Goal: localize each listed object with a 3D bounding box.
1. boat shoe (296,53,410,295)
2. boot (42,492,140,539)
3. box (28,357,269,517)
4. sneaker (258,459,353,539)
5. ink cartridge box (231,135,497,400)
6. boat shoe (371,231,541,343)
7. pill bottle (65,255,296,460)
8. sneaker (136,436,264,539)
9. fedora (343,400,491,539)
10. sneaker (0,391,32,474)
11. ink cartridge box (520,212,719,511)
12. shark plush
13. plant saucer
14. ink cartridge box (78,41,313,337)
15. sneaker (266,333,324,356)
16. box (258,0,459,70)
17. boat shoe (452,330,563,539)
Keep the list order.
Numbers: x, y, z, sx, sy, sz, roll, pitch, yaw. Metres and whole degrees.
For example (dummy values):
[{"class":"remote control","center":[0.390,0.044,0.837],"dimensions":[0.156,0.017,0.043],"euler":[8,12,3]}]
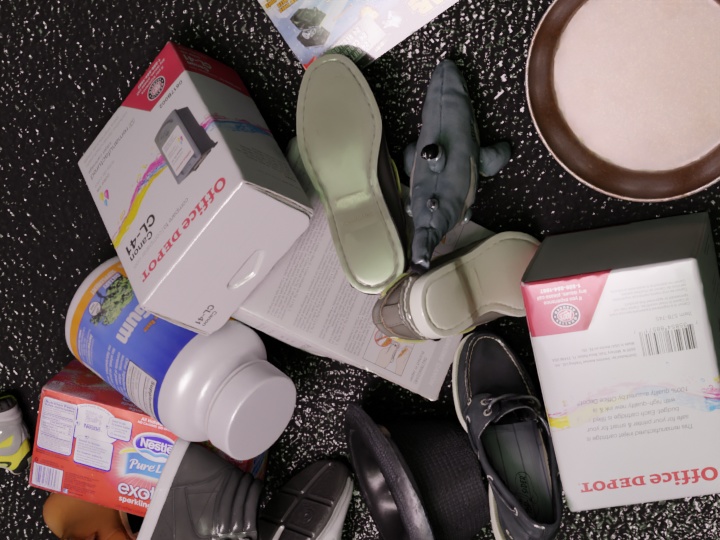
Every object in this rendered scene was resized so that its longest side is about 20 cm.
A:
[{"class":"boat shoe","center":[-0.005,-0.077,1.572],"dimensions":[0.071,0.061,0.202],"euler":[-13,84,9]},{"class":"boot","center":[-0.262,0.256,1.702],"dimensions":[0.199,0.154,0.074],"euler":[10,117,43]},{"class":"box","center":[-0.186,0.158,1.712],"dimensions":[0.199,0.095,0.100],"euler":[14,109,9]},{"class":"sneaker","center":[-0.046,0.276,1.704],"dimensions":[0.075,0.201,0.115],"euler":[11,156,45]},{"class":"ink cartridge box","center":[0.000,0.000,1.618],"dimensions":[0.199,0.050,0.162],"euler":[26,79,-12]},{"class":"boat shoe","center":[0.086,0.014,1.561],"dimensions":[0.060,0.201,0.072],"euler":[-12,94,38]},{"class":"pill bottle","center":[-0.151,0.076,1.633],"dimensions":[0.200,0.112,0.112],"euler":[32,113,32]},{"class":"sneaker","center":[-0.140,0.248,1.606],"dimensions":[0.099,0.071,0.201],"euler":[17,75,4]},{"class":"fedora","center":[0.058,0.185,1.632],"dimensions":[0.091,0.201,0.201],"euler":[-20,102,-10]},{"class":"sneaker","center":[-0.399,0.183,1.784],"dimensions":[0.199,0.075,0.077],"euler":[-21,100,20]},{"class":"ink cartridge box","center":[0.228,0.074,1.560],"dimensions":[0.145,0.145,0.201],"euler":[-8,104,16]},{"class":"shark plush","center":[0.053,-0.078,1.547],"dimensions":[0.090,0.200,0.083],"euler":[12,141,21]},{"class":"plant saucer","center":[0.235,-0.157,1.551],"dimensions":[0.199,0.034,0.201],"euler":[3,106,12]},{"class":"ink cartridge box","center":[-0.141,-0.070,1.582],"dimensions":[0.085,0.200,0.148],"euler":[24,115,-39]},{"class":"sneaker","center":[-0.086,0.013,1.659],"dimensions":[0.199,0.071,0.073],"euler":[22,110,7]},{"class":"box","center":[0.012,-0.256,1.573],"dimensions":[0.200,0.040,0.137],"euler":[-33,95,20]},{"class":"boat shoe","center":[0.125,0.134,1.557],"dimensions":[0.074,0.066,0.200],"euler":[-1,66,-13]}]
